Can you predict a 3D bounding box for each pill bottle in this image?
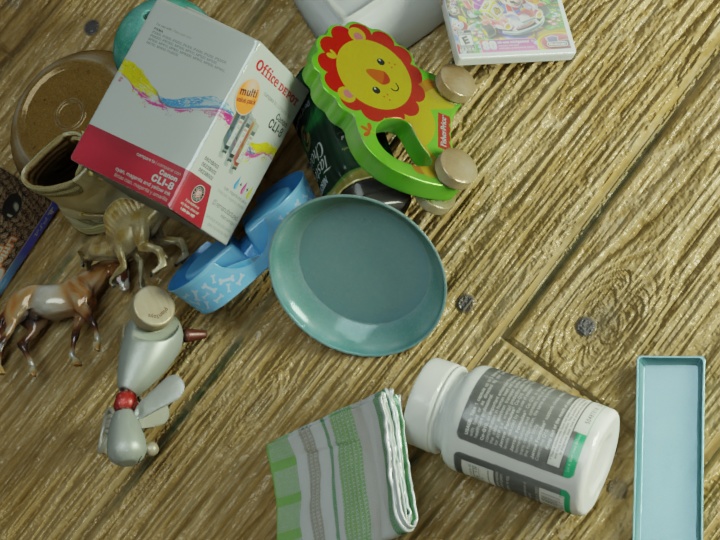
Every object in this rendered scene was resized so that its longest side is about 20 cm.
[{"bbox_3d":[0.151,0.163,1.470,0.199,0.113,0.113,18,79,21],"label":"pill bottle"}]

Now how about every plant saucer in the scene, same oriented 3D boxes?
[{"bbox_3d":[0.000,0.000,1.559,0.199,0.201,0.036,2,31,18],"label":"plant saucer"},{"bbox_3d":[-0.350,-0.186,1.784,0.199,0.035,0.201,-5,71,16],"label":"plant saucer"},{"bbox_3d":[0.312,0.185,1.464,0.070,0.019,0.201,-1,72,18],"label":"plant saucer"}]

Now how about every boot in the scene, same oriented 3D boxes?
[{"bbox_3d":[-0.273,-0.117,1.671,0.199,0.155,0.073,-19,67,9],"label":"boot"}]

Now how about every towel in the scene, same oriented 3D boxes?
[{"bbox_3d":[-0.026,0.220,1.504,0.200,0.031,0.150,-27,61,41],"label":"towel"}]

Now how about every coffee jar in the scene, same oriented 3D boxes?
[{"bbox_3d":[-0.013,-0.131,1.619,0.085,0.104,0.201,-11,65,-23],"label":"coffee jar"}]

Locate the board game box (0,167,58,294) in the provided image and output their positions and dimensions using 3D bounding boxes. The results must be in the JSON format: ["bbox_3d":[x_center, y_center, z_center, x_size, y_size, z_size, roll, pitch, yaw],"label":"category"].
[{"bbox_3d":[-0.475,-0.062,1.694,0.097,0.200,0.160,31,86,24],"label":"board game box"}]

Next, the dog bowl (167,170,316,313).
[{"bbox_3d":[-0.125,-0.028,1.627,0.200,0.111,0.050,-40,106,2],"label":"dog bowl"}]

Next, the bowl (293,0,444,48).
[{"bbox_3d":[0.011,-0.355,1.702,0.199,0.075,0.200,-35,68,5],"label":"bowl"}]

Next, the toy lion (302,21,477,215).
[{"bbox_3d":[0.028,-0.176,1.568,0.191,0.069,0.201,18,51,-20],"label":"toy lion"}]

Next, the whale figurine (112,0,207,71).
[{"bbox_3d":[-0.222,-0.241,1.703,0.159,0.104,0.200,-22,51,1],"label":"whale figurine"}]

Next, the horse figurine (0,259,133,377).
[{"bbox_3d":[-0.362,0.056,1.699,0.199,0.050,0.133,-15,58,19],"label":"horse figurine"}]

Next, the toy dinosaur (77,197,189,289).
[{"bbox_3d":[-0.244,-0.044,1.644,0.200,0.058,0.101,-38,83,16],"label":"toy dinosaur"}]

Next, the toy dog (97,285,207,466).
[{"bbox_3d":[-0.224,0.121,1.616,0.096,0.132,0.201,11,82,-14],"label":"toy dog"}]

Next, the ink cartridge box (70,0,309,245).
[{"bbox_3d":[-0.179,-0.159,1.556,0.144,0.145,0.201,25,85,24],"label":"ink cartridge box"}]

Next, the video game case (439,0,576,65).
[{"bbox_3d":[0.153,-0.325,1.638,0.143,0.018,0.201,-5,68,-17],"label":"video game case"}]
